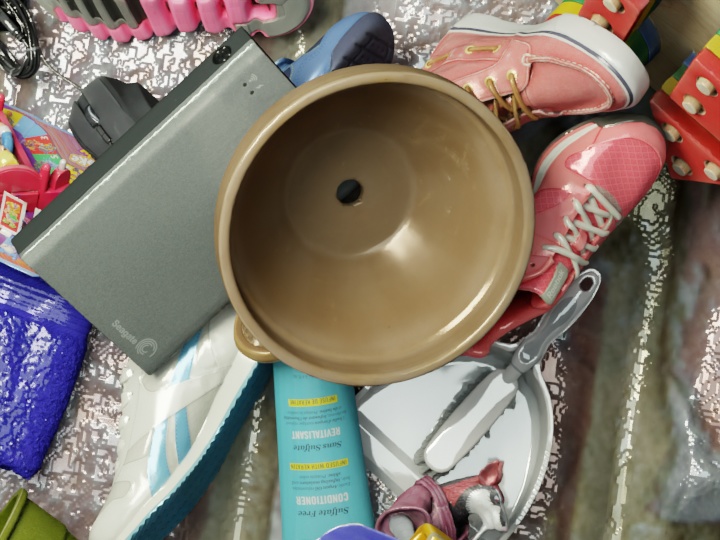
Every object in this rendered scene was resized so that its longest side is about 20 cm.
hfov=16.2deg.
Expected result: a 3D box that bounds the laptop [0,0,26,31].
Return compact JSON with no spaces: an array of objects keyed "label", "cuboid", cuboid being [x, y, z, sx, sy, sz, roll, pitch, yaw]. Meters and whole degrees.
[{"label":"laptop","cuboid":[-0.306,-0.282,1.760,0.176,0.103,0.202,6,112,4]}]

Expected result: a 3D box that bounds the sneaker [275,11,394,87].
[{"label":"sneaker","cuboid":[-0.058,-0.101,1.693,0.200,0.074,0.082,-50,60,5]}]

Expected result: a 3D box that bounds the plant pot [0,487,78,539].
[{"label":"plant pot","cuboid":[-0.191,0.277,1.641,0.192,0.200,0.201,32,89,-8]}]

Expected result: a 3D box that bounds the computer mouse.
[{"label":"computer mouse","cuboid":[-0.195,-0.122,1.699,0.200,0.034,0.059,40,116,17]}]

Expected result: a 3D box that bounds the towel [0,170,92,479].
[{"label":"towel","cuboid":[-0.252,0.024,1.717,0.147,0.050,0.201,20,88,5]}]

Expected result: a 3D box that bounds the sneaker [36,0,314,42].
[{"label":"sneaker","cuboid":[-0.128,-0.212,1.723,0.198,0.079,0.096,2,65,3]}]

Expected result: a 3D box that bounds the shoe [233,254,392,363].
[{"label":"shoe","cuboid":[0.000,0.000,1.677,0.200,0.054,0.070,-40,54,-17]}]

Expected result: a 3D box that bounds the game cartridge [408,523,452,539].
[{"label":"game cartridge","cuboid":[0.063,0.281,1.581,0.200,0.032,0.177,38,94,-20]}]

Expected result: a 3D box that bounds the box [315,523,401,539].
[{"label":"box","cuboid":[-0.015,0.255,1.521,0.118,0.041,0.201,22,101,-16]}]

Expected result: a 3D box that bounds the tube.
[{"label":"tube","cuboid":[-0.024,0.147,1.695,0.077,0.050,0.202,-5,100,9]}]

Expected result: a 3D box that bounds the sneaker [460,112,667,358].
[{"label":"sneaker","cuboid":[0.126,-0.015,1.631,0.200,0.087,0.074,-42,123,12]}]

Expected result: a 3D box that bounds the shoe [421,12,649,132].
[{"label":"shoe","cuboid":[0.098,-0.112,1.634,0.091,0.200,0.072,-46,118,-17]}]

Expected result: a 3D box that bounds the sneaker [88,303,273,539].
[{"label":"sneaker","cuboid":[-0.130,0.103,1.698,0.080,0.077,0.201,29,82,12]}]

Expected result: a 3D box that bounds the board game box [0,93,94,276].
[{"label":"board game box","cuboid":[-0.239,-0.077,1.674,0.199,0.158,0.039,25,127,5]}]

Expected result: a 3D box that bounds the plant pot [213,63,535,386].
[{"label":"plant pot","cuboid":[0.003,-0.037,1.584,0.199,0.093,0.203,-4,108,-11]}]

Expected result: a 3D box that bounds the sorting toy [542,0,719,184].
[{"label":"sorting toy","cuboid":[0.204,-0.134,1.619,0.200,0.199,0.070,42,74,5]}]

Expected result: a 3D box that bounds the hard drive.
[{"label":"hard drive","cuboid":[-0.107,-0.042,1.621,0.200,0.033,0.140,-42,130,3]}]

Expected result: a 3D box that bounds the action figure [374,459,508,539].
[{"label":"action figure","cuboid":[0.024,0.197,1.659,0.200,0.134,0.149,-49,47,-9]}]

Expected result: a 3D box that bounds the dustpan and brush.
[{"label":"dustpan and brush","cuboid":[0.092,0.078,1.688,0.139,0.057,0.200,41,89,5]}]
